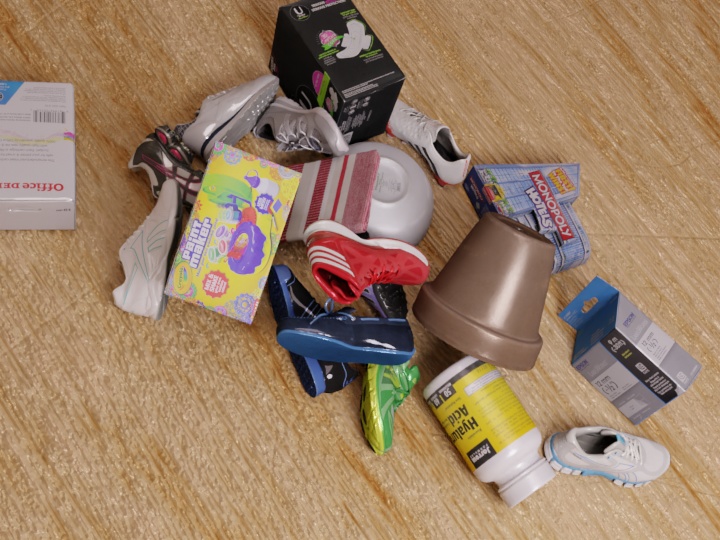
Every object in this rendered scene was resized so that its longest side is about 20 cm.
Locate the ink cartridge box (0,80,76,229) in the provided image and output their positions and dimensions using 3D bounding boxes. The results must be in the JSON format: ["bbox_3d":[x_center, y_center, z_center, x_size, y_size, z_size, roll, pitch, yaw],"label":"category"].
[{"bbox_3d":[-0.478,-0.162,1.327,0.141,0.085,0.204,-1,62,-17],"label":"ink cartridge box"}]

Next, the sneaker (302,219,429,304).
[{"bbox_3d":[0.011,0.012,1.292,0.196,0.079,0.117,14,44,-21],"label":"sneaker"}]

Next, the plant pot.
[{"bbox_3d":[0.195,0.020,1.336,0.197,0.201,0.177,24,103,-6],"label":"plant pot"}]

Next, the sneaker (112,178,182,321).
[{"bbox_3d":[-0.296,-0.036,1.309,0.078,0.071,0.204,10,75,-1],"label":"sneaker"}]

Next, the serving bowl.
[{"bbox_3d":[0.029,-0.125,1.475,0.196,0.066,0.204,8,61,-14],"label":"serving bowl"}]

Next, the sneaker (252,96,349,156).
[{"bbox_3d":[-0.092,-0.205,1.445,0.082,0.075,0.199,-44,38,-16],"label":"sneaker"}]

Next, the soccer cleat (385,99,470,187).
[{"bbox_3d":[0.105,-0.227,1.540,0.068,0.085,0.201,-35,77,-29],"label":"soccer cleat"}]

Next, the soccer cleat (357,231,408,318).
[{"bbox_3d":[0.000,0.000,1.408,0.202,0.073,0.068,57,36,-3],"label":"soccer cleat"}]

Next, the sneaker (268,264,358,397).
[{"bbox_3d":[-0.069,0.079,1.338,0.077,0.070,0.203,-15,75,-26],"label":"sneaker"}]

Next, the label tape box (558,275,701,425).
[{"bbox_3d":[0.388,0.122,1.407,0.199,0.144,0.066,42,58,7],"label":"label tape box"}]

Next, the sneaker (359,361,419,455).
[{"bbox_3d":[0.044,0.160,1.322,0.082,0.074,0.204,9,60,-7],"label":"sneaker"}]

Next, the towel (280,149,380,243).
[{"bbox_3d":[-0.068,-0.104,1.390,0.196,0.023,0.146,-7,53,26],"label":"towel"}]

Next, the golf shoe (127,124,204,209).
[{"bbox_3d":[-0.257,-0.119,1.392,0.088,0.077,0.200,-42,82,-4],"label":"golf shoe"}]

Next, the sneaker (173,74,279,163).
[{"bbox_3d":[-0.204,-0.255,1.472,0.080,0.077,0.200,33,56,14],"label":"sneaker"}]

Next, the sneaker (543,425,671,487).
[{"bbox_3d":[0.373,0.265,1.362,0.196,0.087,0.076,7,59,-15],"label":"sneaker"}]

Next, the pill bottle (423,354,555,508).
[{"bbox_3d":[0.184,0.223,1.310,0.110,0.112,0.202,-26,72,-27],"label":"pill bottle"}]

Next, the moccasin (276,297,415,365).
[{"bbox_3d":[-0.022,0.085,1.277,0.196,0.080,0.070,12,61,-23],"label":"moccasin"}]

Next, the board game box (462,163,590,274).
[{"bbox_3d":[0.300,-0.098,1.546,0.197,0.062,0.203,-17,69,-23],"label":"board game box"}]

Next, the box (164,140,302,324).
[{"bbox_3d":[-0.169,-0.048,1.256,0.120,0.193,0.204,19,89,-6],"label":"box"}]

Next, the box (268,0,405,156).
[{"bbox_3d":[-0.043,-0.320,1.506,0.123,0.149,0.202,-24,70,-25],"label":"box"}]
